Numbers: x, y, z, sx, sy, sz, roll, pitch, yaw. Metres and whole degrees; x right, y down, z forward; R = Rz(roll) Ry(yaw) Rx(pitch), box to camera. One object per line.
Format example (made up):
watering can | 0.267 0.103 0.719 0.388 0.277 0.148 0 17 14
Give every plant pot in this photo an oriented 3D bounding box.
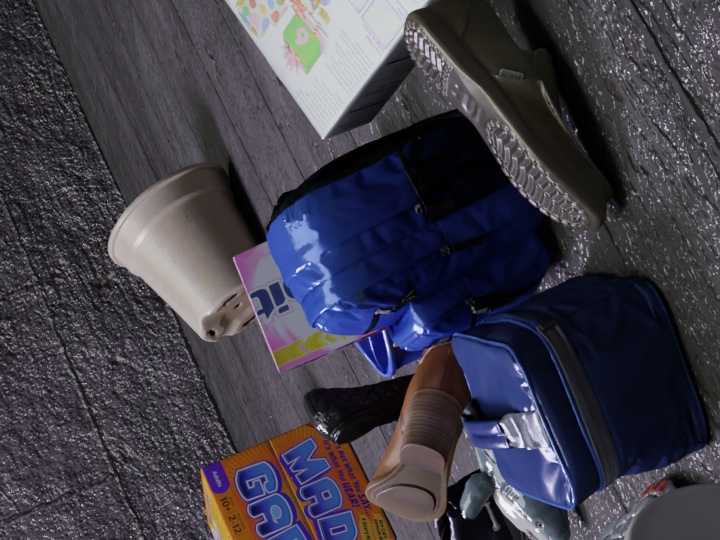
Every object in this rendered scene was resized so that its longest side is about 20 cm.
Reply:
plant pot | -0.215 -0.012 2.668 0.184 0.199 0.201 51 162 22

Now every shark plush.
shark plush | 0.147 0.139 1.721 0.083 0.090 0.202 8 99 54

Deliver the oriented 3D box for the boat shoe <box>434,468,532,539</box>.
boat shoe | 0.120 0.263 1.882 0.075 0.092 0.201 -126 19 -47

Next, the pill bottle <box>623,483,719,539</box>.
pill bottle | 0.242 0.253 1.310 0.113 0.112 0.202 -130 23 -54

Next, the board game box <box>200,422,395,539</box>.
board game box | -0.086 0.353 2.650 0.201 0.198 0.201 92 153 -62

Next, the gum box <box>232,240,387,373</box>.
gum box | 0.000 0.000 1.747 0.114 0.199 0.066 67 -161 4

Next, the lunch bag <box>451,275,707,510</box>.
lunch bag | 0.143 0.087 1.406 0.200 0.131 0.137 175 74 -76

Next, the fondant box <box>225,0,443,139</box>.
fondant box | -0.006 -0.217 1.464 0.145 0.058 0.200 55 136 13

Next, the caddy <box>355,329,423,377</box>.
caddy | 0.014 0.005 1.869 0.141 0.104 0.202 -131 22 -58

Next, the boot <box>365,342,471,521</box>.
boot | 0.063 0.132 1.789 0.201 0.076 0.156 96 -169 -59

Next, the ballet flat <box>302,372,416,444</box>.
ballet flat | 0.029 0.114 1.845 0.057 0.199 0.067 51 128 23

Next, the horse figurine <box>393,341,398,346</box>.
horse figurine | 0.071 -0.003 1.632 0.050 0.131 0.201 100 159 -54

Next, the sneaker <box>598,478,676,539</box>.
sneaker | 0.226 0.217 1.469 0.082 0.077 0.200 39 164 6

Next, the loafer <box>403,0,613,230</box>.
loafer | 0.113 -0.117 1.355 0.200 0.068 0.076 51 167 7

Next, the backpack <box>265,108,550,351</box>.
backpack | 0.036 -0.023 1.521 0.163 0.198 0.169 116 131 -72
